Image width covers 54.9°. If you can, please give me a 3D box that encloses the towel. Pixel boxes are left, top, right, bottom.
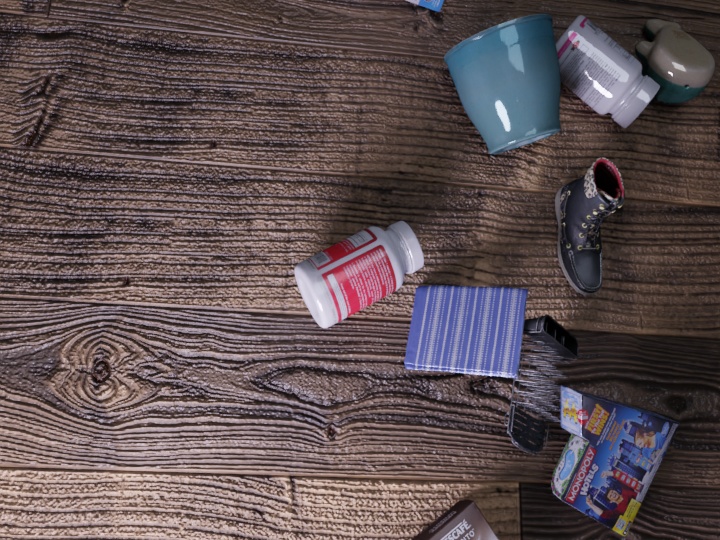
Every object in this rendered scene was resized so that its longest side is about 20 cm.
[{"bbox_3d":[0.168,0.096,1.122,0.195,0.024,0.149,1,69,28],"label":"towel"}]

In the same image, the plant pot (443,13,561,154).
[{"bbox_3d":[0.267,-0.316,1.224,0.195,0.200,0.193,-18,92,-12],"label":"plant pot"}]

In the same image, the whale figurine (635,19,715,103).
[{"bbox_3d":[0.601,-0.407,1.350,0.154,0.105,0.204,6,49,-7],"label":"whale figurine"}]

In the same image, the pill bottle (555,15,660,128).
[{"bbox_3d":[0.450,-0.368,1.295,0.199,0.114,0.114,41,73,5],"label":"pill bottle"}]

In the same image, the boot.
[{"bbox_3d":[0.395,-0.074,1.183,0.071,0.154,0.209,-3,74,-8],"label":"boot"}]

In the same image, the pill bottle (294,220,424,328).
[{"bbox_3d":[0.000,0.000,1.129,0.197,0.112,0.114,-27,79,-14],"label":"pill bottle"}]

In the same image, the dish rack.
[{"bbox_3d":[0.289,0.187,1.107,0.152,0.054,0.205,31,65,-45],"label":"dish rack"}]

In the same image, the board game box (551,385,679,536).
[{"bbox_3d":[0.380,0.281,1.100,0.197,0.062,0.203,32,84,-17],"label":"board game box"}]

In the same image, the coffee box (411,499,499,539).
[{"bbox_3d":[0.175,0.466,1.038,0.113,0.080,0.202,-33,81,-16],"label":"coffee box"}]

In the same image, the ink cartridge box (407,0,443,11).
[{"bbox_3d":[0.081,-0.586,1.288,0.195,0.145,0.087,19,73,-2],"label":"ink cartridge box"}]
